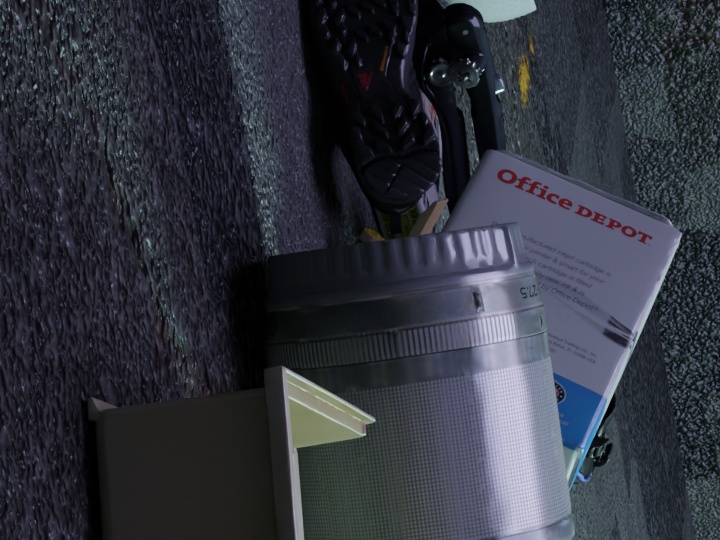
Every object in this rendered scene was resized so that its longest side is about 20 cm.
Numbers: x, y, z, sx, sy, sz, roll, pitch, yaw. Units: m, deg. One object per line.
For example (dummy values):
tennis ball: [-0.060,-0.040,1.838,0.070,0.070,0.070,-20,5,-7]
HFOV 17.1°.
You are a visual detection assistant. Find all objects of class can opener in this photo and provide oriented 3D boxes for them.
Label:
can opener: [0.079,-0.109,1.740,0.079,0.063,0.201,-80,158,-56]

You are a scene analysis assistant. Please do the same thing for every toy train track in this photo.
toy train track: [0.000,0.000,1.522,0.115,0.032,0.200,-61,166,15]

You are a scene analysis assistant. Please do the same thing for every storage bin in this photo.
storage bin: [-0.045,0.162,1.095,0.199,0.093,0.201,37,46,-73]

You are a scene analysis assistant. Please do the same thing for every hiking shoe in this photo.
hiking shoe: [0.002,-0.127,1.589,0.101,0.075,0.201,112,-28,-68]

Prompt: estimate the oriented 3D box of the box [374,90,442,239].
box: [0.032,-0.116,1.760,0.201,0.035,0.110,-83,161,-49]

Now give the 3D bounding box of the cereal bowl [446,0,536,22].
cereal bowl: [0.070,-0.286,1.888,0.200,0.083,0.201,-18,90,-84]

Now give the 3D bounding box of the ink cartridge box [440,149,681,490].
ink cartridge box: [0.107,0.036,1.576,0.086,0.146,0.200,102,14,-51]

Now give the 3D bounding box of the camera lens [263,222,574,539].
camera lens: [0.031,0.082,1.339,0.160,0.159,0.201,-11,93,-78]

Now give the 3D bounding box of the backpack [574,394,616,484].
backpack: [0.108,0.059,1.737,0.200,0.153,0.192,56,34,-80]
